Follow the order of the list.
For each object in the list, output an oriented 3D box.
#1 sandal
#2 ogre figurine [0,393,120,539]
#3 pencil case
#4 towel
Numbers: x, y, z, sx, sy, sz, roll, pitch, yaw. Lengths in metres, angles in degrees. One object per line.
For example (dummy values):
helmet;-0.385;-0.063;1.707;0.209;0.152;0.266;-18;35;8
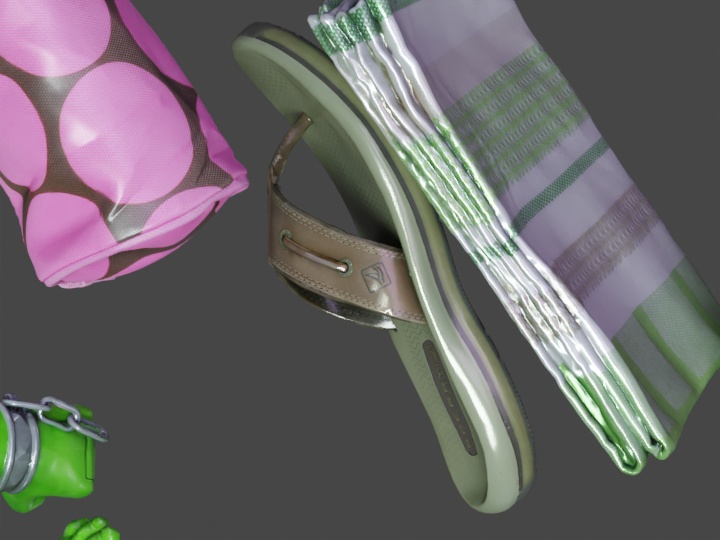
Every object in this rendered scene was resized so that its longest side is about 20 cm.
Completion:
sandal;0.001;0.001;0.932;0.057;0.080;0.202;-25;86;-10
ogre figurine;-0.156;0.124;0.832;0.119;0.098;0.201;27;83;-31
pencil case;-0.129;-0.084;0.899;0.201;0.093;0.091;55;21;0
towel;0.071;-0.035;0.946;0.201;0.031;0.149;54;28;-3
